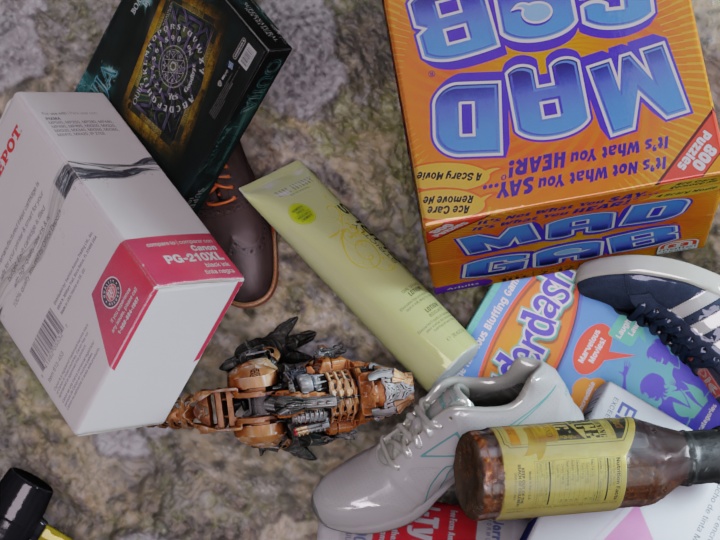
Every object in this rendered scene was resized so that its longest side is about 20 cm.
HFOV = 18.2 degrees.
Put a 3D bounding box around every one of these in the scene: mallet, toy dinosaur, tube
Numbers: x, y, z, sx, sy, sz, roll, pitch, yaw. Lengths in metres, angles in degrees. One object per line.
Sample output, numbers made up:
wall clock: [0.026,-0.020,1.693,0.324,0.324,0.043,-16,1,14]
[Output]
mallet: [-0.197,0.228,1.665,0.200,0.041,0.066,38,91,-4]
toy dinosaur: [-0.063,0.087,1.604,0.199,0.136,0.103,14,93,1]
tube: [0.000,0.000,1.614,0.052,0.058,0.200,-43,78,-4]

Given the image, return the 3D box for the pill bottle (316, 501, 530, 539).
pill bottle: [0.065,0.224,1.617,0.199,0.112,0.113,8,92,1]

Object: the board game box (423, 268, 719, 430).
board game box: [0.166,0.085,1.642,0.200,0.045,0.152,30,92,1]

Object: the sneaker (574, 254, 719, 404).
sneaker: [0.243,0.050,1.579,0.199,0.075,0.085,15,77,-1]

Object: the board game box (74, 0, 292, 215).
board game box: [-0.137,-0.125,1.580,0.135,0.028,0.200,51,127,24]

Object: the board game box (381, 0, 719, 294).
board game box: [0.127,-0.116,1.538,0.199,0.200,0.201,-10,76,2]

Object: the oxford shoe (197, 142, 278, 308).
oxford shoe: [-0.111,-0.067,1.631,0.071,0.073,0.201,-20,91,2]

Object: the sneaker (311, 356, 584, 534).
sneaker: [0.053,0.115,1.562,0.200,0.071,0.080,-25,133,2]

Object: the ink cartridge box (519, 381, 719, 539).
ink cartridge box: [0.212,0.209,1.566,0.200,0.043,0.197,29,67,0]

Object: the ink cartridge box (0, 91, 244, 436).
ink cartridge box: [-0.189,-0.008,1.563,0.200,0.084,0.145,52,127,29]

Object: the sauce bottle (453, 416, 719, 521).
sauce bottle: [0.165,0.132,1.528,0.199,0.066,0.066,-3,92,-18]
